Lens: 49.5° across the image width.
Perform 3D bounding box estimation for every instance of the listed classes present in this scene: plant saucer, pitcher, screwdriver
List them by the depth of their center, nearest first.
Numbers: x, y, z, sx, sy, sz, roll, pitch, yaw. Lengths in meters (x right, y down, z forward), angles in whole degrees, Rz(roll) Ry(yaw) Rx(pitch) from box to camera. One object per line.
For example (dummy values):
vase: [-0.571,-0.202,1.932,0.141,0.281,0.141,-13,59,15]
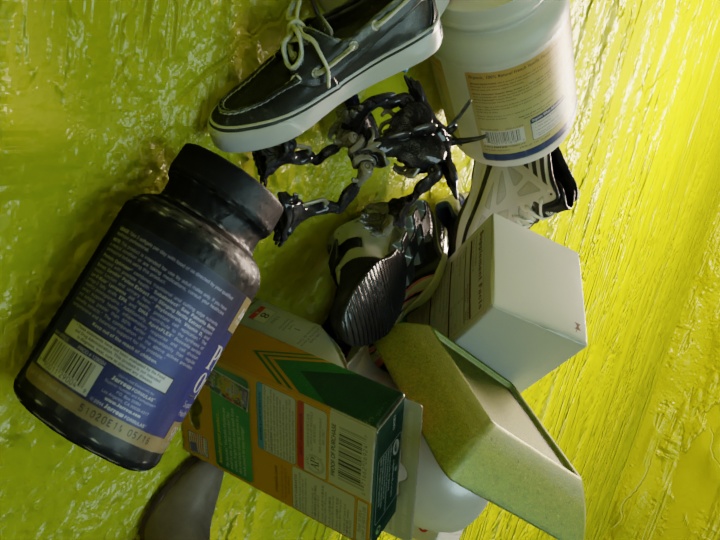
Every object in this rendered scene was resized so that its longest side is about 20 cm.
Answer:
screwdriver: [-0.015,-0.174,0.693,0.202,0.027,0.030,67,25,-43]
plant saucer: [0.115,0.134,0.709,0.198,0.201,0.048,35,103,-33]
pitcher: [0.024,0.177,0.788,0.171,0.199,0.122,-42,-168,38]

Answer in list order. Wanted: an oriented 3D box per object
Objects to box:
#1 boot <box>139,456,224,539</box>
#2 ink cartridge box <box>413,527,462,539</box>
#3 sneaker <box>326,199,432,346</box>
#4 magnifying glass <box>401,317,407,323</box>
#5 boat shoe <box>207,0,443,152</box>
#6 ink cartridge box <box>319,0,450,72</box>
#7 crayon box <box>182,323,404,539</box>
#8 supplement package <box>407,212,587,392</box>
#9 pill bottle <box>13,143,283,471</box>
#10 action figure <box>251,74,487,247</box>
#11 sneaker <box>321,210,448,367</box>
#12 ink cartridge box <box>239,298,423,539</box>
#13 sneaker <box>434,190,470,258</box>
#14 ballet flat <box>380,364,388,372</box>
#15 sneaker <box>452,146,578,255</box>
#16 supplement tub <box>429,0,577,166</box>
boot: [-0.138,0.274,0.671,0.203,0.144,0.070,-59,146,-13]
ink cartridge box: [0.090,0.225,0.988,0.203,0.144,0.086,-63,150,-5]
sneaker: [0.000,0.000,0.735,0.201,0.086,0.076,-55,142,-52]
magnifying glass: [0.034,0.044,0.867,0.022,0.078,0.204,44,62,-52]
boat shoe: [-0.031,-0.159,0.575,0.196,0.074,0.069,-25,136,0]
ink cartridge box: [0.044,-0.289,0.657,0.203,0.067,0.115,-59,147,-12]
crayon box: [-0.062,0.128,0.650,0.051,0.196,0.128,-40,141,-48]
supplement package: [0.132,0.059,0.835,0.200,0.115,0.119,-49,-154,47]
pill bottle: [-0.138,0.021,0.539,0.203,0.110,0.112,-60,148,-10]
action figure: [0.007,-0.093,0.670,0.196,0.102,0.122,-18,84,-21]
sneaker: [0.022,0.016,0.815,0.203,0.079,0.086,-63,147,-8]
ink cartridge box: [-0.026,0.130,0.696,0.050,0.196,0.166,-41,141,-48]
sneaker: [0.102,0.003,0.950,0.087,0.074,0.205,-4,106,-45]
ballet flat: [0.003,0.184,0.907,0.073,0.072,0.204,24,91,-59]
sneaker: [0.171,-0.055,0.863,0.075,0.114,0.206,-3,107,-43]
supplement tub: [0.139,-0.219,0.776,0.146,0.142,0.201,-54,147,-19]
